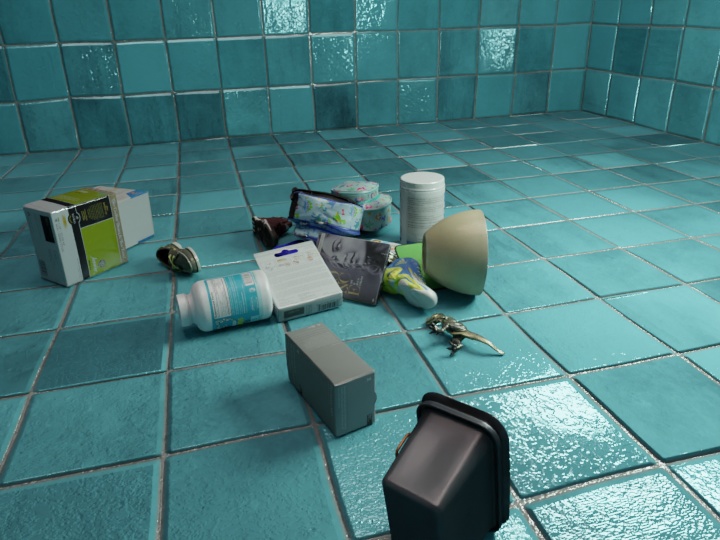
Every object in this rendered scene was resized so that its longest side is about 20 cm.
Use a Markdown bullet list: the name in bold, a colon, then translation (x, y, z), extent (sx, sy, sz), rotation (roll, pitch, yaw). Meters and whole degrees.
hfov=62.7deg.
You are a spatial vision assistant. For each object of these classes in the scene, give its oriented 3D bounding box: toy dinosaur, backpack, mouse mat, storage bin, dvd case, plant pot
- **toy dinosaur**: translation (0.195, 0.132, 1.219), extent (0.087, 0.048, 0.199), rotation (-13, 29, -39)
- **backpack**: translation (-0.094, -0.145, 1.688), extent (0.196, 0.150, 0.183), rotation (11, 4, 11)
- **mouse mat**: translation (0.197, -0.016, 1.507), extent (0.196, 0.008, 0.163), rotation (-6, 51, -14)
- **storage bin**: translation (0.093, 0.276, 0.734), extent (0.144, 0.203, 0.134), rotation (16, 38, 34)
- **dvd case**: translation (-0.033, -0.007, 1.436), extent (0.197, 0.151, 0.016), rotation (10, -12, 25)
- **backpack**: translation (0.001, -0.197, 1.843), extent (0.197, 0.153, 0.177), rotation (15, 27, 22)
- **plant pot**: translation (0.216, -0.043, 1.403), extent (0.132, 0.204, 0.201), rotation (0, 24, 0)

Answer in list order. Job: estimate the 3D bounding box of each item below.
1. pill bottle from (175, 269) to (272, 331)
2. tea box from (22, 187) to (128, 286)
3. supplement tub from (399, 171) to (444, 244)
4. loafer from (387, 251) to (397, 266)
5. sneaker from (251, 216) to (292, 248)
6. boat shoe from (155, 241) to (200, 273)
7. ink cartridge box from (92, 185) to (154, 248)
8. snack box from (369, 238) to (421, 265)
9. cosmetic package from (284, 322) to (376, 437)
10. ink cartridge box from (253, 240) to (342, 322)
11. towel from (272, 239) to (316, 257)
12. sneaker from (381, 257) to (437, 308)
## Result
- **pill bottle**: translation (-0.300, 0.069, 1.300), extent (0.196, 0.113, 0.111), rotation (-11, 26, -20)
- **tea box**: translation (-0.755, -0.096, 1.581), extent (0.132, 0.204, 0.196), rotation (13, 26, 31)
- **supplement tub**: translation (0.175, -0.167, 1.684), extent (0.129, 0.204, 0.132), rotation (-1, 24, 0)
- **loafer**: translation (0.000, 0.000, 1.497), extent (0.196, 0.075, 0.071), rotation (-11, 66, -4)
- **sneaker**: translation (-0.252, -0.128, 1.783), extent (0.113, 0.077, 0.200), rotation (-9, 24, -23)
- **boat shoe**: translation (-0.487, -0.029, 1.580), extent (0.060, 0.073, 0.200), rotation (-20, 24, -33)
- **ink cartridge box**: translation (-0.760, -0.162, 1.796), extent (0.196, 0.147, 0.147), rotation (9, 25, 22)
- **snack box**: translation (0.092, -0.034, 1.594), extent (0.197, 0.038, 0.116), rotation (12, 29, 27)
- **cosmetic package**: translation (-0.055, 0.185, 1.038), extent (0.089, 0.109, 0.199), rotation (-13, 25, -25)
- **ink cartridge box**: translation (-0.151, 0.022, 1.404), extent (0.160, 0.058, 0.201), rotation (-14, 41, -21)
- **towel**: translation (-0.140, -0.036, 1.600), extent (0.198, 0.050, 0.147), rotation (19, 32, 38)
- **sneaker**: translation (0.123, 0.016, 1.399), extent (0.105, 0.076, 0.198), rotation (-44, 42, -21)
